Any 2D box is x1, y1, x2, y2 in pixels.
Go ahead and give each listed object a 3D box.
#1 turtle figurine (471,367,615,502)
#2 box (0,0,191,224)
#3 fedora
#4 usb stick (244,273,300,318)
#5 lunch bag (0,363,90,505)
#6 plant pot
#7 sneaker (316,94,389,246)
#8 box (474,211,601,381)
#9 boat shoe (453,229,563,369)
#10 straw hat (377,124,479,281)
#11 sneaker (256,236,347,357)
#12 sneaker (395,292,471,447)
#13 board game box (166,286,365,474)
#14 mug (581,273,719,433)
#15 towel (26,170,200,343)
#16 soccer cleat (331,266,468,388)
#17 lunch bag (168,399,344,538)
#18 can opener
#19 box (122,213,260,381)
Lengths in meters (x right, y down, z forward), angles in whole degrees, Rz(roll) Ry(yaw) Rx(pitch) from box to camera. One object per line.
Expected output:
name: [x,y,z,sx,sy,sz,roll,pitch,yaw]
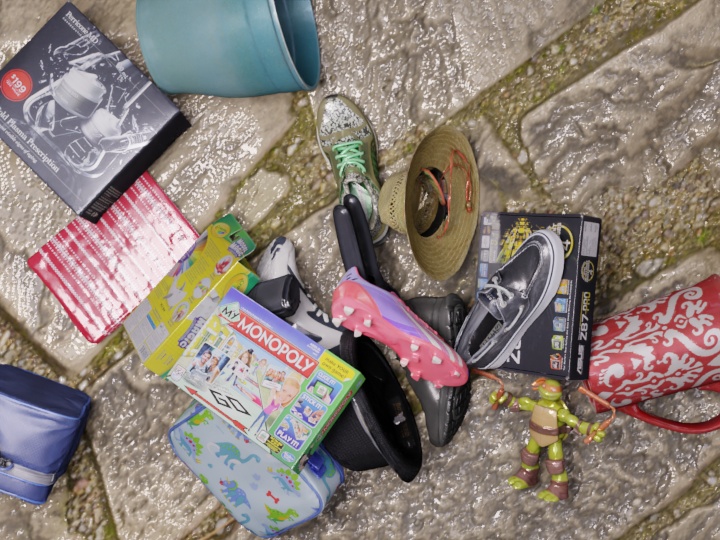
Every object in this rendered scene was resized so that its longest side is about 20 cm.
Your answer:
turtle figurine: [0.227,0.200,1.578,0.199,0.064,0.163,14,108,29]
box: [-0.348,-0.195,1.558,0.200,0.104,0.182,44,87,3]
fedora: [-0.004,0.177,1.525,0.091,0.201,0.202,-25,91,15]
usb stick: [-0.154,0.049,1.548,0.199,0.033,0.056,-16,59,37]
lunch bag: [-0.418,0.208,1.521,0.135,0.200,0.133,21,93,-6]
plant pot: [-0.167,-0.300,1.530,0.186,0.200,0.202,-11,90,12]
sneaker: [-0.006,-0.129,1.576,0.076,0.089,0.202,-17,91,0]
box: [0.217,0.029,1.553,0.049,0.161,0.202,5,91,-43]
boat shoe: [0.175,0.036,1.512,0.072,0.067,0.201,51,122,35]
straw hat: [0.070,-0.085,1.561,0.085,0.201,0.203,3,90,32]
sneaker: [-0.067,0.061,1.589,0.129,0.079,0.201,11,61,-26]
sneaker: [0.091,0.126,1.593,0.090,0.076,0.202,3,99,26]
board game box: [-0.112,0.125,1.447,0.199,0.029,0.135,31,80,23]
mug: [0.378,0.117,1.555,0.198,0.134,0.179,-18,68,3]
towel: [-0.315,-0.019,1.609,0.200,0.022,0.145,-40,89,-2]
soccer cleat: [0.054,0.070,1.505,0.199,0.067,0.077,31,51,-15]
lunch bag: [-0.126,0.227,1.538,0.200,0.083,0.160,48,131,-8]
can opener: [0.000,0.000,1.541,0.078,0.064,0.201,1,128,20]
box: [-0.205,0.028,1.554,0.200,0.117,0.048,-49,125,5]
